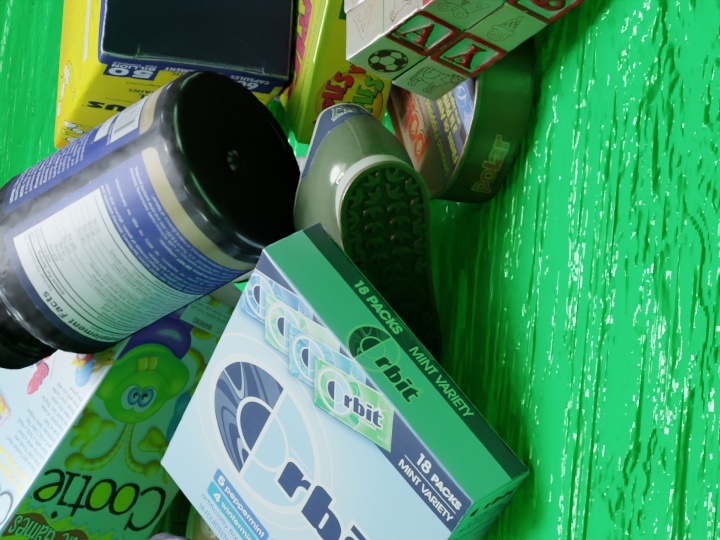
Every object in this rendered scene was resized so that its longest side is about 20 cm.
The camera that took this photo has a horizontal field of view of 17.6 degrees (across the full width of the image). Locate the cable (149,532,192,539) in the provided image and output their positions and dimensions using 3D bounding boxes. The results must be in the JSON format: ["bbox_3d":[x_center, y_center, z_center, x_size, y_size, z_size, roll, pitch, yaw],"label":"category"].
[{"bbox_3d":[-0.072,0.220,1.333,0.163,0.051,0.201,49,159,42],"label":"cable"}]

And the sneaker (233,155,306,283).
[{"bbox_3d":[-0.087,-0.030,1.485,0.200,0.115,0.076,147,127,-66],"label":"sneaker"}]

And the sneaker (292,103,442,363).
[{"bbox_3d":[0.000,0.000,1.253,0.090,0.067,0.201,-116,21,-48],"label":"sneaker"}]

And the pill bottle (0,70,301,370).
[{"bbox_3d":[-0.138,-0.021,1.300,0.199,0.112,0.112,-27,52,30],"label":"pill bottle"}]

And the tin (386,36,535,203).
[{"bbox_3d":[0.048,-0.119,1.247,0.201,0.042,0.112,-103,31,-45],"label":"tin"}]

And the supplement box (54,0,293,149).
[{"bbox_3d":[-0.112,-0.142,1.375,0.200,0.108,0.110,141,133,-71],"label":"supplement box"}]

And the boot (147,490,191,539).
[{"bbox_3d":[-0.109,0.152,1.564,0.156,0.072,0.201,-122,40,-63],"label":"boot"}]

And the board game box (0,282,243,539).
[{"bbox_3d":[-0.158,0.080,1.426,0.200,0.103,0.105,-56,43,7],"label":"board game box"}]

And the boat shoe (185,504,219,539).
[{"bbox_3d":[-0.065,0.135,1.430,0.066,0.074,0.201,139,134,-71],"label":"boat shoe"}]

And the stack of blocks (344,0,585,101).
[{"bbox_3d":[0.050,-0.202,1.168,0.115,0.058,0.201,-31,48,43],"label":"stack of blocks"}]

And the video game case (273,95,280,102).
[{"bbox_3d":[-0.024,-0.195,1.500,0.200,0.025,0.182,-153,71,-71],"label":"video game case"}]

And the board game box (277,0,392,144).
[{"bbox_3d":[-0.020,-0.155,1.336,0.200,0.047,0.102,-111,32,-62],"label":"board game box"}]

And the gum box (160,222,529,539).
[{"bbox_3d":[-0.015,0.102,1.214,0.170,0.044,0.200,50,140,18],"label":"gum box"}]
